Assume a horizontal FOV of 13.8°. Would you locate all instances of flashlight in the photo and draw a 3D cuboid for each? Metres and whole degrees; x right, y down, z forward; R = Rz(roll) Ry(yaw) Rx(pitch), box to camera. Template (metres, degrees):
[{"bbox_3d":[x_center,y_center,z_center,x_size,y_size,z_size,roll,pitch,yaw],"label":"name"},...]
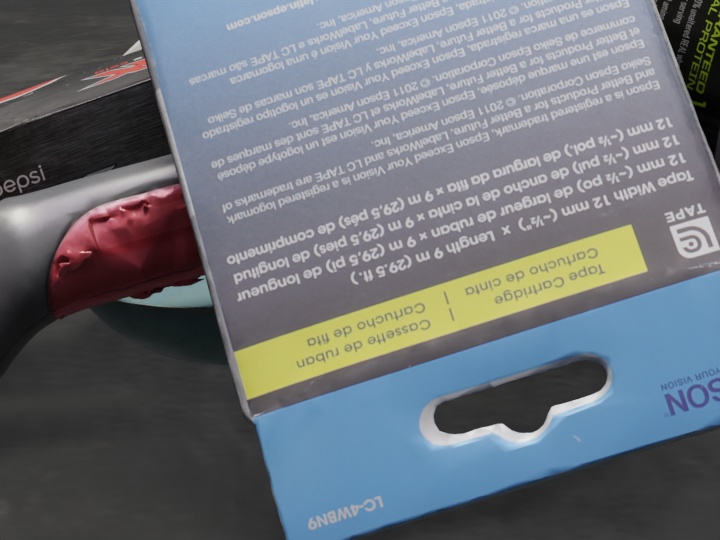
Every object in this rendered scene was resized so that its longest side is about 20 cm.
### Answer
[{"bbox_3d":[-0.071,-0.002,0.906,0.199,0.068,0.068,-14,11,-4],"label":"flashlight"}]

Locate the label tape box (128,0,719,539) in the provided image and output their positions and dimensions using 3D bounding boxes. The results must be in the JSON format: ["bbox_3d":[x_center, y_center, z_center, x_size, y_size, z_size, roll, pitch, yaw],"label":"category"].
[{"bbox_3d":[0.025,-0.019,0.837,0.142,0.201,0.066,-17,-26,0],"label":"label tape box"}]

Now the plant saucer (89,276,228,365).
[{"bbox_3d":[0.000,0.000,1.019,0.199,0.028,0.200,-6,13,1],"label":"plant saucer"}]

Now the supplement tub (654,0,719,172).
[{"bbox_3d":[0.098,-0.077,0.955,0.199,0.123,0.122,20,21,21],"label":"supplement tub"}]

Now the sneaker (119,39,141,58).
[{"bbox_3d":[-0.012,-0.061,1.080,0.199,0.076,0.092,-4,17,19],"label":"sneaker"}]

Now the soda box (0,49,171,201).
[{"bbox_3d":[-0.110,-0.023,0.980,0.199,0.064,0.071,-19,14,-5],"label":"soda box"}]
